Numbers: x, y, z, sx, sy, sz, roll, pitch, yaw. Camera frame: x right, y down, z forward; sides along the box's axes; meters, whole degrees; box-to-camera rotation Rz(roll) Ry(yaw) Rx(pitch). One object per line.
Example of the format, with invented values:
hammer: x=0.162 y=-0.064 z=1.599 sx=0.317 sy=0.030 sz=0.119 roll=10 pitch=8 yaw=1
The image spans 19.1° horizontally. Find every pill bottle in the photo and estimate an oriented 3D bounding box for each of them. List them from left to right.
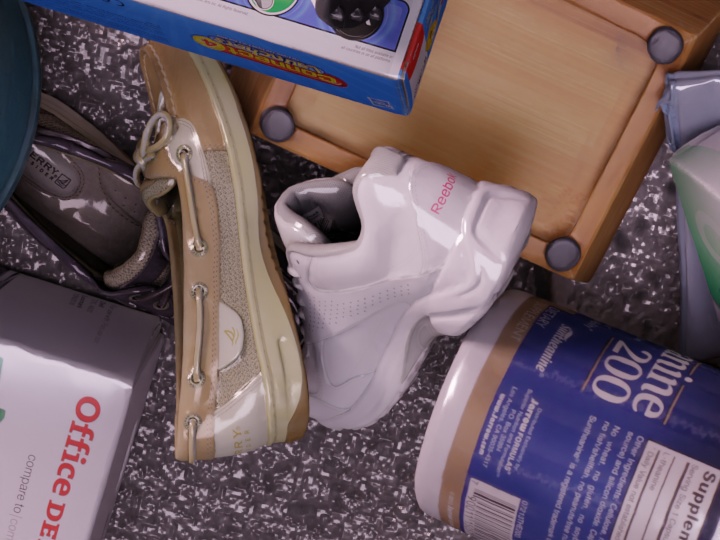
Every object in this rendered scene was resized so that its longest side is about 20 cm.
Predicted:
pill bottle: x=0.134 y=0.093 z=0.945 sx=0.199 sy=0.111 sz=0.112 roll=22 pitch=112 yaw=15

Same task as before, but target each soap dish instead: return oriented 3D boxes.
soap dish: x=0.051 y=-0.095 z=0.981 sx=0.199 sy=0.081 sz=0.158 roll=24 pitch=111 yaw=-4

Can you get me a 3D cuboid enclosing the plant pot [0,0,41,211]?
plant pot: x=-0.256 y=-0.094 z=0.906 sx=0.198 sy=0.188 sz=0.202 roll=-1 pitch=84 yaw=7

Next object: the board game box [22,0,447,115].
board game box: x=-0.043 y=-0.189 z=0.897 sx=0.199 sy=0.056 sz=0.197 roll=18 pitch=80 yaw=9

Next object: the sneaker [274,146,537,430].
sneaker: x=0.000 y=0.000 z=0.970 sx=0.099 sy=0.078 sz=0.200 roll=32 pitch=142 yaw=-6

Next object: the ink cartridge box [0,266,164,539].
ink cartridge box: x=-0.213 y=0.071 z=1.060 sx=0.199 sy=0.084 sz=0.147 roll=17 pitch=111 yaw=-2

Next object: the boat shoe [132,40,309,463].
boat shoe: x=-0.075 y=-0.016 z=0.969 sx=0.063 sy=0.073 sz=0.202 roll=-12 pitch=82 yaw=-12

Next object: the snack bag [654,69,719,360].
snack bag: x=0.238 y=-0.031 z=0.987 sx=0.198 sy=0.022 sz=0.189 roll=-7 pitch=135 yaw=5

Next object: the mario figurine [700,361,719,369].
mario figurine: x=0.172 y=0.153 z=1.056 sx=0.122 sy=0.106 sz=0.202 roll=-3 pitch=109 yaw=5

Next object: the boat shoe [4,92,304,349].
boat shoe: x=-0.104 y=-0.013 z=1.031 sx=0.199 sy=0.065 sz=0.072 roll=36 pitch=108 yaw=-11

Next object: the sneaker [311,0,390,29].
sneaker: x=0.014 y=-0.196 z=0.803 sx=0.090 sy=0.066 sz=0.201 roll=43 pitch=116 yaw=23

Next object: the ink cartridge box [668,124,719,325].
ink cartridge box: x=0.219 y=0.043 z=0.910 sx=0.050 sy=0.200 sz=0.161 roll=-31 pitch=132 yaw=-8
